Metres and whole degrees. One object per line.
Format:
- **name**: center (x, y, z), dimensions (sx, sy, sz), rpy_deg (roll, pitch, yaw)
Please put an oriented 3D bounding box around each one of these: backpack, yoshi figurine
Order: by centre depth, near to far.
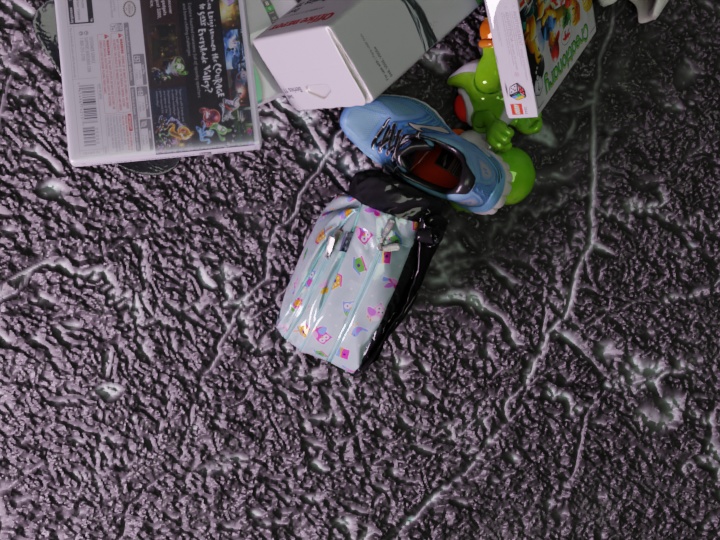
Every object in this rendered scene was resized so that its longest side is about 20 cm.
- **backpack**: center (0.000, 0.000, 1.050), dimensions (0.126, 0.167, 0.200), rpy_deg (26, 97, 4)
- **yoshi figurine**: center (0.153, -0.153, 1.077), dimensions (0.112, 0.112, 0.201), rpy_deg (10, 98, -20)

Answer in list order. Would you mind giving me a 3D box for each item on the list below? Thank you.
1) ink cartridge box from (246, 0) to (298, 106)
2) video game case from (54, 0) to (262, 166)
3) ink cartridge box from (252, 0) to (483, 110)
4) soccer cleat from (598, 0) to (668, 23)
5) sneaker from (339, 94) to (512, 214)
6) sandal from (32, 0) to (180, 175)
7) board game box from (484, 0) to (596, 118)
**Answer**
- **ink cartridge box**: center (-0.146, -0.255, 1.028), dimensions (0.161, 0.050, 0.201), rpy_deg (-25, 104, -8)
- **video game case**: center (-0.195, -0.207, 0.994), dimensions (0.181, 0.023, 0.201), rpy_deg (-6, 84, -6)
- **ink cartridge box**: center (0.016, -0.245, 0.981), dimensions (0.200, 0.146, 0.083), rpy_deg (-45, 117, -22)
- **soccer cleat**: center (0.249, -0.333, 1.087), dimensions (0.200, 0.070, 0.087), rpy_deg (25, 83, -15)
- **sneaker**: center (0.055, -0.125, 1.026), dimensions (0.200, 0.090, 0.079), rpy_deg (31, 103, 29)
- **sandal**: center (-0.251, -0.175, 1.014), dimensions (0.075, 0.048, 0.201), rpy_deg (-37, 102, -6)
- **board game box**: center (0.181, -0.252, 1.014), dimensions (0.200, 0.035, 0.127), rpy_deg (-53, 136, -44)
